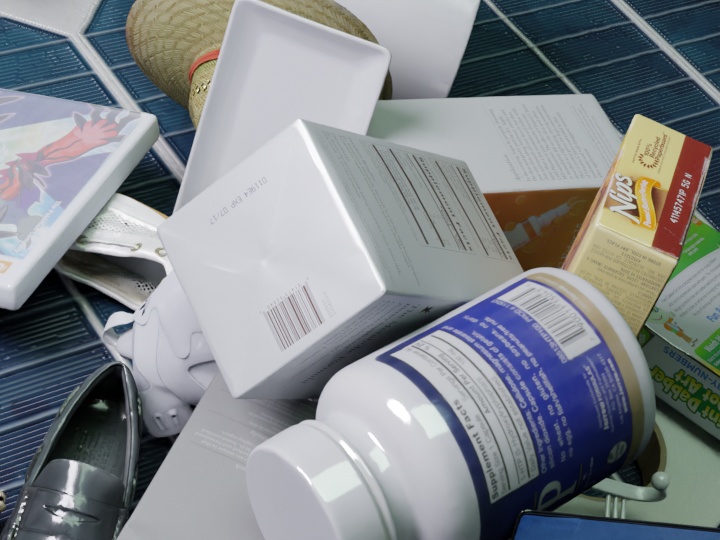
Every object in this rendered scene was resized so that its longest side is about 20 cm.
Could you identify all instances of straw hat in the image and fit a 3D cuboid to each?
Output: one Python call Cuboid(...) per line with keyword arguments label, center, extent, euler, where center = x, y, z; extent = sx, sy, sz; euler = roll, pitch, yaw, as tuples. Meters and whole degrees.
Cuboid(label="straw hat", center=(-0.074, -0.109, 1.192), extent=(0.199, 0.201, 0.086), euler=(14, 62, -5))

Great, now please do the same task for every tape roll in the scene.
Cuboid(label="tape roll", center=(0.141, 0.118, 1.122), extent=(0.201, 0.037, 0.204), euler=(10, 42, -9))

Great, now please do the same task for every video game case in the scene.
Cuboid(label="video game case", center=(-0.254, -0.057, 1.135), extent=(0.181, 0.023, 0.200), euler=(11, 39, 18))

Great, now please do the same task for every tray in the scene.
Cuboid(label="tray", center=(-0.057, -0.071, 1.138), extent=(0.107, 0.201, 0.022), euler=(20, 22, 2))

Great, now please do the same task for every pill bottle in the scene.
Cuboid(label="pill bottle", center=(0.045, 0.089, 0.908), extent=(0.199, 0.120, 0.120), euler=(-26, 57, -28))

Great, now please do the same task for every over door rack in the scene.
Cuboid(label="over door rack", center=(0.082, 0.167, 0.990), extent=(0.198, 0.067, 0.149), euler=(13, 65, -9))

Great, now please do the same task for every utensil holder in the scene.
Cuboid(label="utensil holder", center=(-0.017, -0.208, 1.312), extent=(0.198, 0.171, 0.171), euler=(19, 42, -4))

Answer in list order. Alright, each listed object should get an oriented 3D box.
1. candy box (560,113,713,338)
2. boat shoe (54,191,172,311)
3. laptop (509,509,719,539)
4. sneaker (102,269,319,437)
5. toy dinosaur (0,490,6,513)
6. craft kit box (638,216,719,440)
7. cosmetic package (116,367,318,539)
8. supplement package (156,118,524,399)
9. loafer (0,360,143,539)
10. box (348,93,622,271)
Cuboid(label="candy box", center=(0.141, 0.020, 1.046), extent=(0.055, 0.201, 0.116), euler=(24, 42, 5))
Cuboid(label="boat shoe", center=(-0.109, 0.016, 1.119), extent=(0.198, 0.071, 0.069), euler=(20, 42, 15))
Cuboid(label="laptop", center=(0.152, 0.245, 0.892), extent=(0.185, 0.116, 0.202), euler=(8, 60, -14))
Cuboid(label="sneaker", center=(-0.064, 0.070, 1.072), extent=(0.200, 0.114, 0.075), euler=(47, 29, -22))
Cuboid(label="toy dinosaur", center=(-0.282, 0.160, 0.927), extent=(0.198, 0.059, 0.101), euler=(0, 30, -30))
Cuboid(label="craft kit box", center=(0.262, 0.050, 1.198), extent=(0.197, 0.049, 0.200), euler=(38, 31, 16))
Cuboid(label="cosmetic package", center=(-0.086, 0.160, 0.945), extent=(0.089, 0.107, 0.201), euler=(21, 44, 3))
Cuboid(label="supplement package", center=(0.000, 0.000, 0.995), extent=(0.199, 0.113, 0.110), euler=(6, 53, -59))
Cuboid(label="loafer", center=(-0.163, 0.134, 0.970), extent=(0.067, 0.071, 0.201), euler=(15, 42, -3))
Cuboid(label="box", center=(0.075, -0.042, 1.199), extent=(0.198, 0.125, 0.098), euler=(-4, 47, -23))
